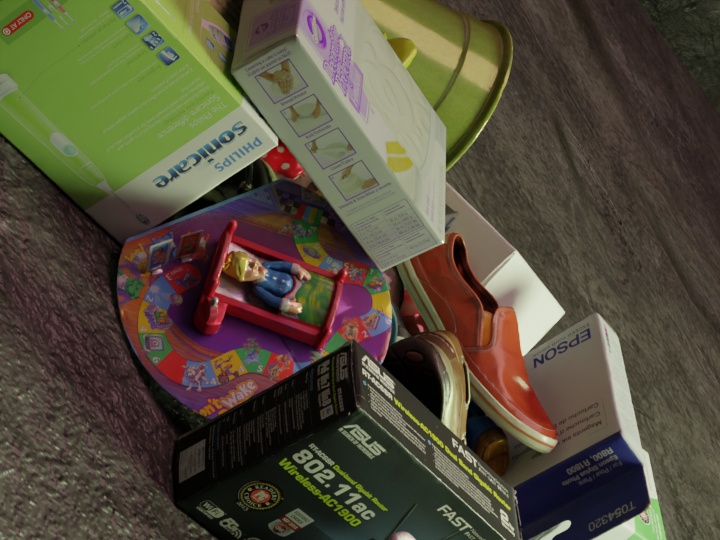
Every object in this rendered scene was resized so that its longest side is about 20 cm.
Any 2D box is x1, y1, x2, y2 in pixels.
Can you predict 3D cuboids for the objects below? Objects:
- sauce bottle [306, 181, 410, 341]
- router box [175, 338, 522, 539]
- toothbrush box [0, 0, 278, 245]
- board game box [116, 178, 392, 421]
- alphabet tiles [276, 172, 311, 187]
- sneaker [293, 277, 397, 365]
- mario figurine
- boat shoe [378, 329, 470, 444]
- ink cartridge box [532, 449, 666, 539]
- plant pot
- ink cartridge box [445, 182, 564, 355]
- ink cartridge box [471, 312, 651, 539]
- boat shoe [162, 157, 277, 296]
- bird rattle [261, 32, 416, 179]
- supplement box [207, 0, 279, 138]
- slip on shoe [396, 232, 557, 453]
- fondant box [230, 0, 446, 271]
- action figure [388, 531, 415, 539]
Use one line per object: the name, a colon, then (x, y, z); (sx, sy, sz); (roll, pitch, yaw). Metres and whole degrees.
sauce bottle: (0.000, 0.000, 1.354); (0.065, 0.065, 0.201); (40, 19, -40)
router box: (-0.005, 0.152, 1.103); (0.200, 0.149, 0.063); (43, 27, -35)
toothbrush box: (-0.170, -0.136, 1.113); (0.200, 0.145, 0.087); (45, 25, -30)
board game box: (-0.065, 0.013, 1.133); (0.199, 0.039, 0.159); (-23, 72, -28)
alphabet tiles: (-0.070, -0.079, 1.443); (0.201, 0.015, 0.195); (59, 21, -1)
sneaker: (-0.025, 0.045, 1.235); (0.084, 0.120, 0.200); (55, 21, -10)
mario figurine: (0.049, 0.105, 1.370); (0.123, 0.106, 0.201); (41, 14, -42)
boat shoe: (0.047, 0.137, 1.211); (0.074, 0.075, 0.202); (-31, 134, -57)
ink cartridge box: (0.180, 0.186, 1.513); (0.199, 0.084, 0.147); (37, 28, -23)
plant pot: (0.013, -0.208, 1.599); (0.189, 0.200, 0.201); (32, 32, -27)
ink cartridge box: (0.074, -0.020, 1.478); (0.200, 0.086, 0.146); (45, 0, 34)
ink cartridge box: (0.135, 0.153, 1.349); (0.043, 0.195, 0.201); (45, 25, -28)
boat shoe: (-0.107, -0.038, 1.226); (0.065, 0.073, 0.201); (52, 23, -29)
bird rattle: (-0.054, -0.139, 1.401); (0.198, 0.114, 0.163); (-18, 39, -29)
supplement box: (-0.123, -0.230, 1.247); (0.200, 0.133, 0.201); (45, 56, -32)
slip on shoe: (0.101, 0.056, 1.312); (0.201, 0.061, 0.074); (59, 15, 18)
fondant box: (-0.010, -0.120, 1.176); (0.200, 0.058, 0.145); (51, 26, -32)
action figure: (0.045, 0.282, 1.072); (0.200, 0.149, 0.134); (47, 14, 6)
